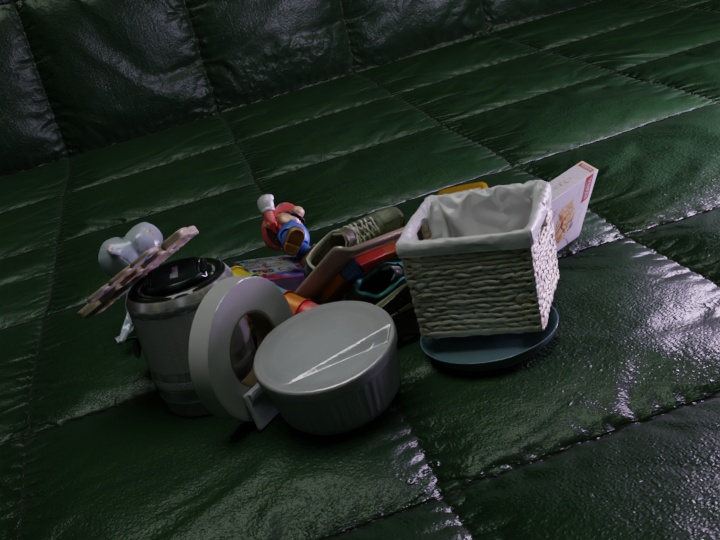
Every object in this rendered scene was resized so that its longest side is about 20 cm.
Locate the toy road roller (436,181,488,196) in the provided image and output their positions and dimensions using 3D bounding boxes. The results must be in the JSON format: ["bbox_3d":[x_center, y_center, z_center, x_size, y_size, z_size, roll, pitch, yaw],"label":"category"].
[{"bbox_3d":[0.189,-0.088,1.725,0.122,0.146,0.200,-9,22,12],"label":"toy road roller"}]

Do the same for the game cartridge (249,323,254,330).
[{"bbox_3d":[-0.255,0.074,1.772,0.199,0.033,0.176,-1,26,28],"label":"game cartridge"}]

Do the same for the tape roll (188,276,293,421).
[{"bbox_3d":[-0.159,0.108,1.401,0.037,0.203,0.203,1,26,31],"label":"tape roll"}]

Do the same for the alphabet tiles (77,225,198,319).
[{"bbox_3d":[-0.325,0.003,1.491,0.200,0.015,0.196,-39,2,5],"label":"alphabet tiles"}]

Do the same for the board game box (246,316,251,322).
[{"bbox_3d":[-0.157,0.078,1.588,0.200,0.020,0.103,17,-8,37],"label":"board game box"}]

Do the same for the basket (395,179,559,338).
[{"bbox_3d":[0.180,-0.016,1.466,0.199,0.161,0.198,-7,23,22],"label":"basket"}]

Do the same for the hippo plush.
[{"bbox_3d":[-0.397,0.007,1.807,0.200,0.161,0.159,-37,9,-15],"label":"hippo plush"}]

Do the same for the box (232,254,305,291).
[{"bbox_3d":[-0.109,0.007,1.770,0.199,0.039,0.137,-8,17,-23],"label":"box"}]

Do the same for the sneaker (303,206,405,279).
[{"bbox_3d":[-0.011,-0.044,1.664,0.200,0.067,0.090,-36,-18,-6],"label":"sneaker"}]

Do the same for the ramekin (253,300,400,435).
[{"bbox_3d":[-0.037,0.136,1.367,0.202,0.094,0.203,-14,29,8],"label":"ramekin"}]

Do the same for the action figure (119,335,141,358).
[{"bbox_3d":[-0.282,0.084,1.656,0.118,0.055,0.200,-1,21,44],"label":"action figure"}]

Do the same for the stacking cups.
[{"bbox_3d":[-0.130,0.050,1.600,0.200,0.061,0.060,21,38,32],"label":"stacking cups"}]

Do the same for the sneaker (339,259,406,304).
[{"bbox_3d":[0.062,0.016,1.610,0.200,0.078,0.091,-29,-20,-19],"label":"sneaker"}]

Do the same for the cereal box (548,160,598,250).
[{"bbox_3d":[0.300,-0.077,1.634,0.039,0.144,0.200,35,49,29],"label":"cereal box"}]

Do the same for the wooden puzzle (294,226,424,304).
[{"bbox_3d":[0.000,0.000,1.628,0.200,0.037,0.185,-16,-21,-41],"label":"wooden puzzle"}]

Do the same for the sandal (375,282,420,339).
[{"bbox_3d":[0.040,0.075,1.525,0.201,0.080,0.057,-28,12,-30],"label":"sandal"}]

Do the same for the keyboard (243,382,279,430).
[{"bbox_3d":[-0.099,0.151,1.449,0.011,0.056,0.200,-4,24,34],"label":"keyboard"}]

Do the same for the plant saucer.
[{"bbox_3d":[0.185,0.093,1.449,0.199,0.028,0.200,-13,22,5],"label":"plant saucer"}]

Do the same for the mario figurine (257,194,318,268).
[{"bbox_3d":[-0.114,-0.078,1.786,0.106,0.124,0.200,-18,23,-13],"label":"mario figurine"}]

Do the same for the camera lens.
[{"bbox_3d":[-0.245,0.092,1.492,0.159,0.201,0.160,-12,22,5],"label":"camera lens"}]
